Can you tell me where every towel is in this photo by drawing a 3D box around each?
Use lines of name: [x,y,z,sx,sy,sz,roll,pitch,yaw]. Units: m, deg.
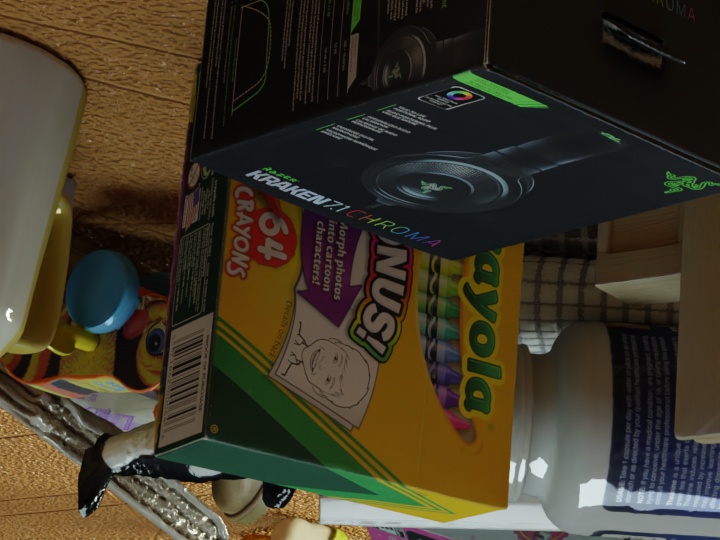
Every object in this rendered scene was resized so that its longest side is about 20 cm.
towel: [0.141,0.016,1.427,0.164,0.086,0.200,0,160,10]
towel: [-0.174,0.105,1.592,0.132,0.035,0.200,32,170,42]

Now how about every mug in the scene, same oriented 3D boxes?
mug: [-0.204,-0.024,1.278,0.186,0.154,0.149,16,159,-31]

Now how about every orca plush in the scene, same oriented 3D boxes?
orca plush: [-0.071,0.112,1.446,0.199,0.072,0.105,-21,-169,17]

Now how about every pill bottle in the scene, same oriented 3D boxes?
pill bottle: [0.154,0.084,1.322,0.198,0.112,0.111,4,163,-4]

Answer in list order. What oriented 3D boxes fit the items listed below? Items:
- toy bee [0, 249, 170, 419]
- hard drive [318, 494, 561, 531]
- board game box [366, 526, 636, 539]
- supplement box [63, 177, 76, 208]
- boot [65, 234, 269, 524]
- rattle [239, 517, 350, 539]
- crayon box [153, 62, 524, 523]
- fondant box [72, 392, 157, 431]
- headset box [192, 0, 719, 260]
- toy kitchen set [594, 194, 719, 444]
toy bee: [-0.130,0.042,1.427,0.130,0.110,0.200,11,153,-32]
hard drive: [0.074,0.110,1.488,0.198,0.026,0.132,2,-154,-2]
board game box: [0.111,0.181,1.559,0.199,0.065,0.148,15,153,22]
supplement box: [-0.264,-0.018,1.462,0.108,0.061,0.199,19,157,-37]
boot: [-0.126,0.067,1.586,0.199,0.066,0.176,21,131,-14]
rattle: [-0.079,0.326,2.251,0.142,0.202,0.130,-5,160,29]
crayon box: [-0.005,0.007,1.239,0.171,0.202,0.058,15,160,-29]
fondant box: [-0.127,0.070,1.706,0.198,0.059,0.144,9,162,-9]
headset box: [0.056,-0.085,1.112,0.173,0.094,0.199,20,156,-40]
toy kitchen set: [0.244,0.022,1.277,0.199,0.165,0.180,-8,158,36]
